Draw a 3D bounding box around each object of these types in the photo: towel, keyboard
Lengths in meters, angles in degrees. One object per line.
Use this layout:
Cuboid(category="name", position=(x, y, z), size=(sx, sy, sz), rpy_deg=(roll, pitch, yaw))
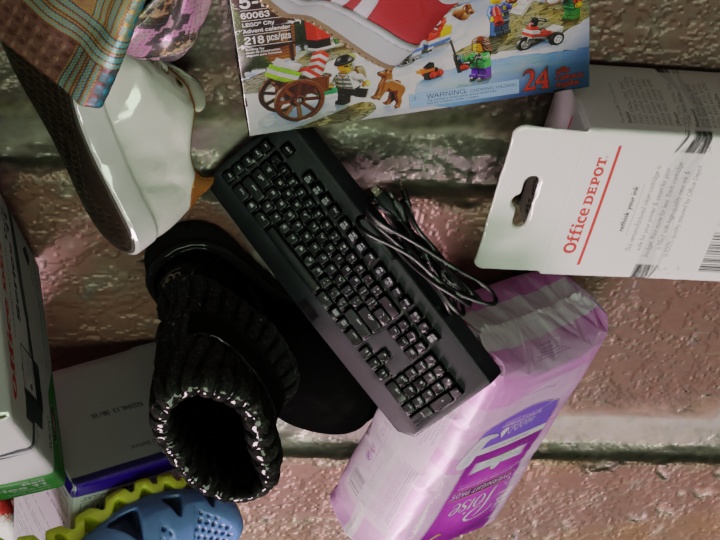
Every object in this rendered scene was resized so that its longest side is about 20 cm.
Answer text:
Cuboid(category="towel", position=(-0.152, -0.194, 0.944), size=(0.146, 0.022, 0.201), rpy_deg=(37, 127, 12))
Cuboid(category="keyboard", position=(0.000, 0.000, 1.130), size=(0.104, 0.040, 0.200), rpy_deg=(-38, 93, 22))

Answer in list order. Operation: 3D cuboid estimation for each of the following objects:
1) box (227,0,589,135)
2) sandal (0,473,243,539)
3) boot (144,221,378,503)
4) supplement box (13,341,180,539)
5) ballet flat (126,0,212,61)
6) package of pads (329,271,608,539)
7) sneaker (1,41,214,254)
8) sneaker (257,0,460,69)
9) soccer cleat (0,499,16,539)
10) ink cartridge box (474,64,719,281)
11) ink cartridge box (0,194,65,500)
Cuboid(category="box", position=(0.026, -0.151, 1.065), size=(0.199, 0.038, 0.137), rpy_deg=(-9, 134, -2))
Cuboid(category="sandal", position=(-0.157, 0.188, 1.145), size=(0.199, 0.087, 0.080), rpy_deg=(-21, 138, -19))
Cuboid(category="boot", position=(-0.055, 0.080, 1.181), size=(0.079, 0.158, 0.211), rpy_deg=(-40, 126, 20))
Cuboid(category="supplement box", position=(-0.164, 0.160, 1.260), size=(0.101, 0.103, 0.201), rpy_deg=(-15, 136, -26))
Cuboid(category="ballet flat", position=(-0.087, -0.191, 0.964), size=(0.071, 0.069, 0.201), rpy_deg=(-5, 132, -47))
Cuboid(category="package of pads", position=(0.068, 0.094, 1.251), size=(0.120, 0.076, 0.201), rpy_deg=(-14, 143, -41))
Cuboid(category="sneaker", position=(-0.139, -0.112, 1.068), size=(0.085, 0.073, 0.201), rpy_deg=(-37, 129, -24))
Cuboid(category="sneaker", position=(0.003, -0.172, 0.940), size=(0.112, 0.071, 0.200), rpy_deg=(-38, 155, 19))
Cuboid(category="soccer cleat", position=(-0.298, 0.153, 1.253), size=(0.068, 0.085, 0.200), rpy_deg=(-32, 134, 19))
Cuboid(category="ink cartridge box", position=(0.169, -0.058, 1.157), size=(0.199, 0.068, 0.116), rpy_deg=(3, 132, -14))
Cuboid(category="ink cartridge box", position=(-0.224, 0.040, 1.070), size=(0.083, 0.148, 0.200), rpy_deg=(-9, 165, -3))
